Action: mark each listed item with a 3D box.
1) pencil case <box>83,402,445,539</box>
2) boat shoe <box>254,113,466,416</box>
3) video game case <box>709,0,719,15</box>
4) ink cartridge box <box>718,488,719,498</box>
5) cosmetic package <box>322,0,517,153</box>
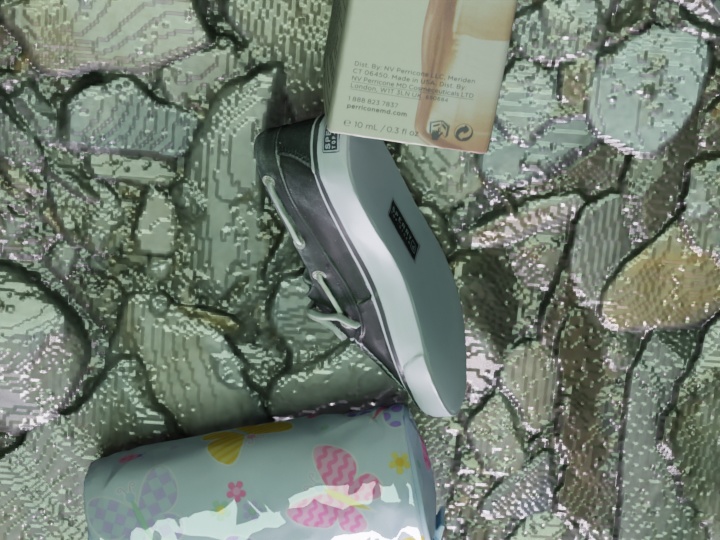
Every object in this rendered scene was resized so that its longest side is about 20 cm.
[{"bbox_3d":[-0.056,0.132,1.558,0.199,0.083,0.091,-12,101,5],"label":"pencil case"},{"bbox_3d":[-0.001,0.002,1.501,0.068,0.074,0.200,-8,133,24],"label":"boat shoe"},{"bbox_3d":[0.233,-0.164,1.362,0.018,0.200,0.143,29,113,-36],"label":"video game case"},{"bbox_3d":[0.321,0.163,1.568,0.145,0.084,0.200,-40,108,16],"label":"ink cartridge box"},{"bbox_3d":[0.038,-0.172,1.410,0.087,0.103,0.201,8,116,-5],"label":"cosmetic package"}]
